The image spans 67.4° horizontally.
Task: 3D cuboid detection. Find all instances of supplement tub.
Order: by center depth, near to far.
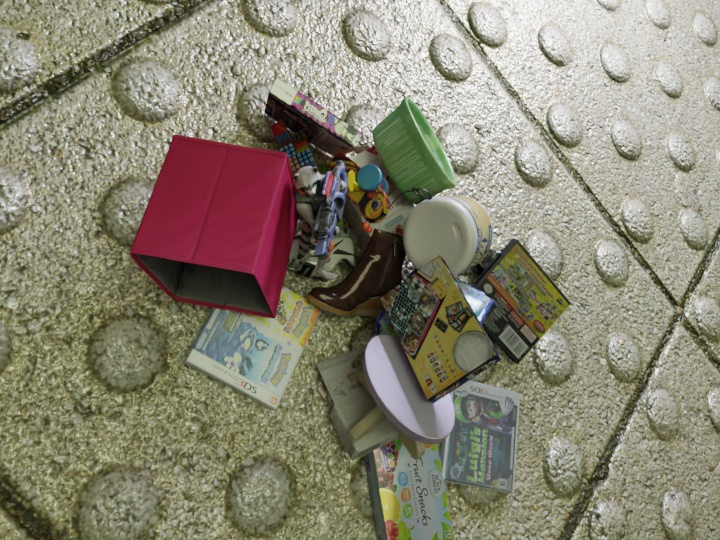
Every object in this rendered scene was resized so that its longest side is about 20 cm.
[{"bbox_3d":[0.178,-0.070,1.048,0.199,0.142,0.149,-18,83,-62],"label":"supplement tub"}]

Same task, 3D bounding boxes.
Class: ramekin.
[{"bbox_3d":[0.108,-0.236,1.101,0.201,0.096,0.203,49,24,-29],"label":"ramekin"}]

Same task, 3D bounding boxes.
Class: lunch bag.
[{"bbox_3d":[0.143,0.092,1.038,0.167,0.129,0.201,31,63,16],"label":"lunch bag"}]

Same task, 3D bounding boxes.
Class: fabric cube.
[{"bbox_3d":[-0.218,-0.064,0.871,0.193,0.197,0.206,9,68,5],"label":"fabric cube"}]

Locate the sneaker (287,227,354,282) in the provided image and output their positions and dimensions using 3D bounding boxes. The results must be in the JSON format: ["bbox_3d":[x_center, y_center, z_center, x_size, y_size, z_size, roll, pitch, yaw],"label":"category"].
[{"bbox_3d":[-0.094,-0.020,1.020,0.194,0.074,0.091,-13,81,-25],"label":"sneaker"}]

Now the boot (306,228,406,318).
[{"bbox_3d":[0.000,0.000,1.027,0.195,0.072,0.172,10,102,-35],"label":"boot"}]

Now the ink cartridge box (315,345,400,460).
[{"bbox_3d":[0.029,0.233,1.022,0.195,0.045,0.179,-14,57,-30],"label":"ink cartridge box"}]

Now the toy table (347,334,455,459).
[{"bbox_3d":[0.065,0.225,0.932,0.179,0.119,0.203,-11,56,-28],"label":"toy table"}]

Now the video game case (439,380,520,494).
[{"bbox_3d":[0.249,0.339,1.115,0.177,0.023,0.207,17,72,-19],"label":"video game case"}]

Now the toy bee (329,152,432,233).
[{"bbox_3d":[0.012,-0.132,0.971,0.130,0.198,0.111,35,83,-45],"label":"toy bee"}]

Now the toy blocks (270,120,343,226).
[{"bbox_3d":[-0.103,-0.185,0.993,0.097,0.137,0.205,-24,71,3],"label":"toy blocks"}]

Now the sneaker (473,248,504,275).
[{"bbox_3d":[0.331,-0.001,1.212,0.193,0.060,0.108,5,80,-19],"label":"sneaker"}]

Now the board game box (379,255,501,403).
[{"bbox_3d":[0.128,0.095,0.905,0.034,0.134,0.204,36,24,-55],"label":"board game box"}]

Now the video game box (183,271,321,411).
[{"bbox_3d":[-0.187,0.115,0.963,0.179,0.047,0.205,31,67,-16],"label":"video game box"}]

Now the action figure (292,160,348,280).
[{"bbox_3d":[-0.077,-0.077,0.885,0.101,0.197,0.204,2,44,11],"label":"action figure"}]

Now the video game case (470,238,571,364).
[{"bbox_3d":[0.336,0.069,1.171,0.200,0.025,0.181,44,88,-13],"label":"video game case"}]

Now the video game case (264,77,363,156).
[{"bbox_3d":[-0.094,-0.278,1.015,0.178,0.200,0.037,30,90,-14],"label":"video game case"}]

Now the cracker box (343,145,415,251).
[{"bbox_3d":[0.031,-0.141,1.114,0.132,0.057,0.204,-30,90,-27],"label":"cracker box"}]

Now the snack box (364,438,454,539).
[{"bbox_3d":[0.089,0.410,1.009,0.138,0.053,0.207,-5,78,-26],"label":"snack box"}]
